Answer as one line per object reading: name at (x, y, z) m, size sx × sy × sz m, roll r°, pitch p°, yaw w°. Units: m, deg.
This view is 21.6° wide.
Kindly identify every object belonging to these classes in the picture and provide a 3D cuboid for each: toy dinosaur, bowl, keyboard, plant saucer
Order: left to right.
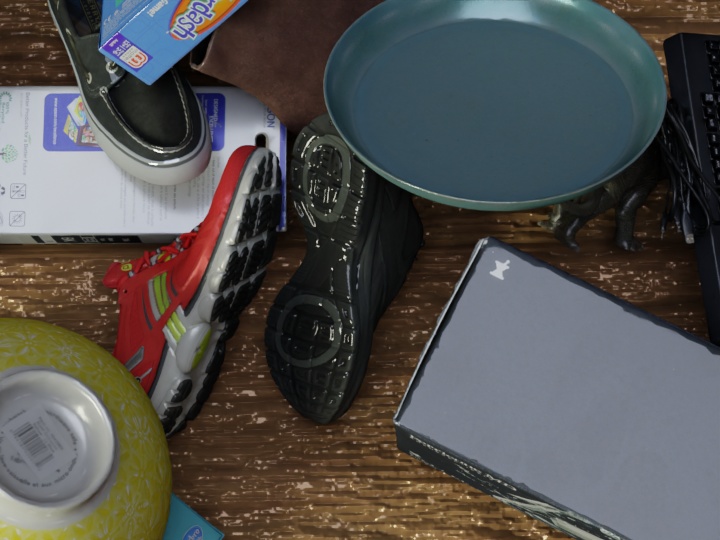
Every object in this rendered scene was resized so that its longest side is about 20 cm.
bowl at (-0.189, 0.108, 1.056) m, size 0.200 × 0.108 × 0.200 m, roll 9°, pitch 66°, yaw -21°
plant saucer at (0.078, -0.101, 1.105) m, size 0.200 × 0.027 × 0.200 m, roll -1°, pitch 46°, yaw 1°
toy dinosaur at (0.151, -0.066, 1.159) m, size 0.077 × 0.200 × 0.102 m, roll 27°, pitch 105°, yaw 32°
keyboard at (0.224, -0.049, 1.117) m, size 0.104 × 0.040 × 0.200 m, roll -2°, pitch 75°, yaw -22°

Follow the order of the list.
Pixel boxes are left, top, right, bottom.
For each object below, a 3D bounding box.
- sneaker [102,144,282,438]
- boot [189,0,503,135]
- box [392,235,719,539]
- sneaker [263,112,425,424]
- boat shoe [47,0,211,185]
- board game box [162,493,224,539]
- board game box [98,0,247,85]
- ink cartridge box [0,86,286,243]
sneaker at (-0.115, 0.007, 1.159) m, size 0.085 × 0.077 × 0.200 m, roll 29°, pitch 101°, yaw 14°
boot at (0.002, -0.174, 1.174) m, size 0.166 × 0.072 × 0.200 m, roll 29°, pitch 87°, yaw -31°
box at (0.132, 0.088, 1.096) m, size 0.200 × 0.197 × 0.124 m, roll 26°, pitch 81°, yaw 6°
sneaker at (0.000, 0.000, 1.167) m, size 0.076 × 0.091 × 0.200 m, roll 24°, pitch 111°, yaw 36°
boat shoe at (-0.153, -0.138, 1.180) m, size 0.069 × 0.057 × 0.200 m, roll -23°, pitch 58°, yaw -13°
board game box at (-0.205, 0.156, 1.119) m, size 0.200 × 0.047 × 0.151 m, roll 40°, pitch 59°, yaw -5°
board game box at (-0.092, -0.228, 1.148) m, size 0.152 × 0.045 × 0.200 m, roll -36°, pitch 37°, yaw 29°
ink cartridge box at (-0.145, -0.067, 1.210) m, size 0.200 × 0.039 × 0.100 m, roll 1°, pitch 79°, yaw 3°
